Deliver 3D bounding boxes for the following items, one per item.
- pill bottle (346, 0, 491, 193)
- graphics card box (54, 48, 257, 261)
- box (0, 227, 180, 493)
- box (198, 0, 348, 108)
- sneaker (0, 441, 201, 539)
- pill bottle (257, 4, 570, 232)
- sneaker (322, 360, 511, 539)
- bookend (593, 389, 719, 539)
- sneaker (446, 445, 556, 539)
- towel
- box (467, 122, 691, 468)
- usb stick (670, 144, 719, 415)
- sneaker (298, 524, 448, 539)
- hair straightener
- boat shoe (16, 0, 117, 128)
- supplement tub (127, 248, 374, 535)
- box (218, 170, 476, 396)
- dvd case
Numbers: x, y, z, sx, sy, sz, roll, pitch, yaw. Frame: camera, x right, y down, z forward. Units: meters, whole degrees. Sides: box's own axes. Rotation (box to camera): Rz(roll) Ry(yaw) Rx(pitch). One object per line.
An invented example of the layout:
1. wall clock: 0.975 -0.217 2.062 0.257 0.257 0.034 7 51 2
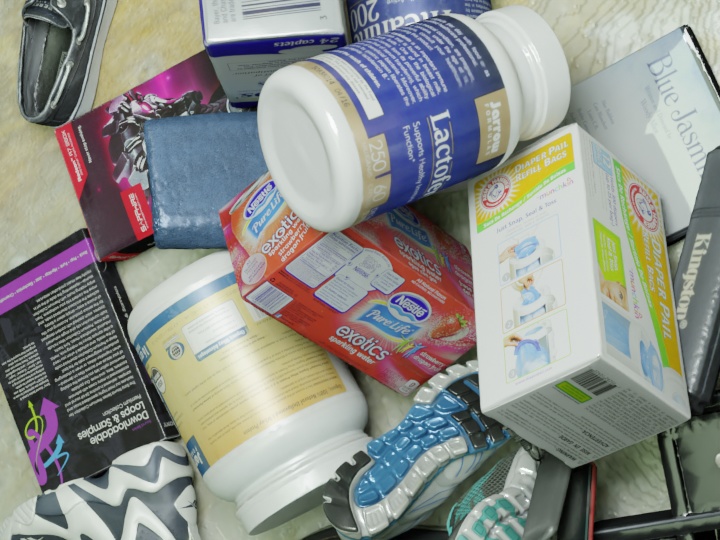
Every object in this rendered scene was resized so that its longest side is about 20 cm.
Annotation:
1. pill bottle: 0.050 -0.164 1.331 0.111 0.111 0.201 -12 82 25
2. graphics card box: -0.154 -0.101 1.469 0.199 0.051 0.126 -23 81 23
3. box: -0.252 0.083 1.528 0.143 0.036 0.201 -27 79 24
4. box: -0.068 -0.235 1.323 0.104 0.200 0.185 -6 81 1
5. sneaker: -0.216 0.242 1.488 0.199 0.079 0.130 -26 71 13
6. pill bottle: 0.039 -0.111 1.197 0.116 0.199 0.116 42 144 40
7. sneaker: 0.053 0.146 1.343 0.200 0.087 0.075 -34 62 -18
8. bookend: 0.235 0.175 1.267 0.198 0.092 0.201 -12 85 25
9. sneaker: 0.098 0.197 1.288 0.091 0.200 0.078 -37 92 35
10. towel: -0.070 -0.070 1.368 0.199 0.049 0.112 -2 70 -14
11. box: 0.150 0.017 1.222 0.101 0.112 0.201 -28 47 32
12. usb stick: 0.247 0.004 1.234 0.055 0.033 0.201 4 71 46
13. sneaker: 0.003 0.238 1.370 0.199 0.106 0.075 -11 87 25
14. hair straightener: 0.144 0.116 1.276 0.041 0.077 0.201 -29 35 45
15. boat shoe: -0.260 -0.224 1.506 0.071 0.068 0.201 15 97 24
16. supplement tub: -0.082 0.093 1.387 0.144 0.145 0.201 -34 77 22
17. box: 0.000 0.000 1.309 0.100 0.200 0.096 -37 45 21
18. dvd case: 0.192 -0.077 1.323 0.199 0.018 0.143 -28 79 23
